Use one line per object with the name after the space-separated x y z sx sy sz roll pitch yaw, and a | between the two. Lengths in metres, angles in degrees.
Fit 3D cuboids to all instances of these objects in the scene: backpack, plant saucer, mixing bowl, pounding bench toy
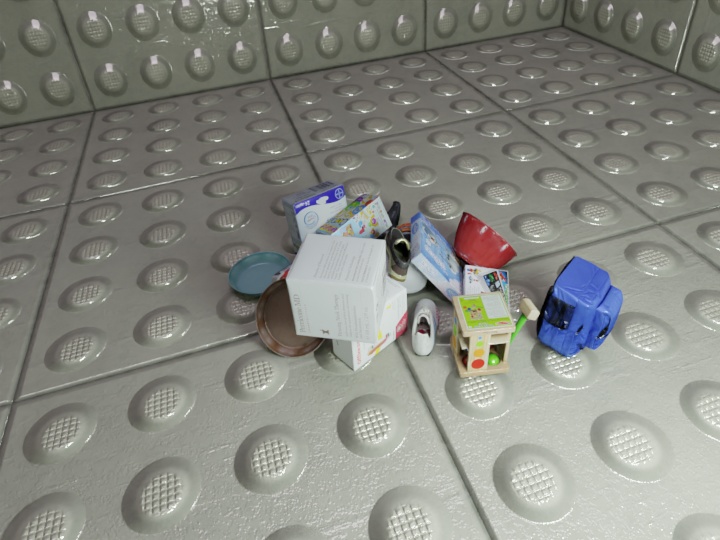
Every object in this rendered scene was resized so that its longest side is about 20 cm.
0.515 0.110 1.280 0.160 0.205 0.166 -31 54 -34 | backpack
-0.302 0.017 1.621 0.191 0.037 0.203 -3 38 2 | plant saucer
0.342 -0.063 1.549 0.110 0.199 0.200 -50 47 2 | mixing bowl
0.321 0.155 1.277 0.191 0.161 0.126 -6 36 -1 | pounding bench toy
-0.172 0.119 1.376 0.191 0.210 0.034 -2 5 4 | plant saucer

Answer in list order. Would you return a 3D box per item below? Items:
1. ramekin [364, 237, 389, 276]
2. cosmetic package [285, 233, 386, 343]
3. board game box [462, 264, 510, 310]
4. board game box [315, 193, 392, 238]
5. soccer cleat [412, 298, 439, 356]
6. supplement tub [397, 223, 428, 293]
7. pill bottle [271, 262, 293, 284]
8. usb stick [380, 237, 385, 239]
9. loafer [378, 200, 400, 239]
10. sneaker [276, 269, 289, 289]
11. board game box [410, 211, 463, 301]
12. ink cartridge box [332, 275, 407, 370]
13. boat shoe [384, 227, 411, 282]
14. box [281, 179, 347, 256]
0.000 0.000 1.478 0.200 0.094 0.205 -37 23 18 | ramekin
-0.046 0.039 1.218 0.191 0.172 0.169 4 41 11 | cosmetic package
0.337 0.078 1.433 0.121 0.035 0.205 8 49 4 | board game box
-0.019 -0.128 1.611 0.198 0.107 0.102 -39 28 -18 | board game box
0.171 0.127 1.386 0.067 0.089 0.203 2 38 9 | soccer cleat
0.141 -0.042 1.572 0.117 0.126 0.203 -1 37 5 | supplement tub
-0.155 0.014 1.551 0.105 0.109 0.198 28 48 35 | pill bottle
0.037 -0.065 1.603 0.056 0.033 0.197 -47 17 -32 | usb stick
0.092 -0.166 1.775 0.068 0.070 0.204 12 44 7 | loafer
-0.136 0.074 1.423 0.084 0.198 0.078 -36 23 38 | sneaker
0.217 -0.036 1.512 0.043 0.199 0.203 -33 29 28 | board game box
0.025 0.131 1.351 0.197 0.149 0.082 -32 45 -30 | ink cartridge box
0.106 -0.056 1.422 0.070 0.067 0.204 20 37 -15 | boat shoe
-0.128 -0.149 1.662 0.179 0.207 0.104 -24 28 -24 | box
